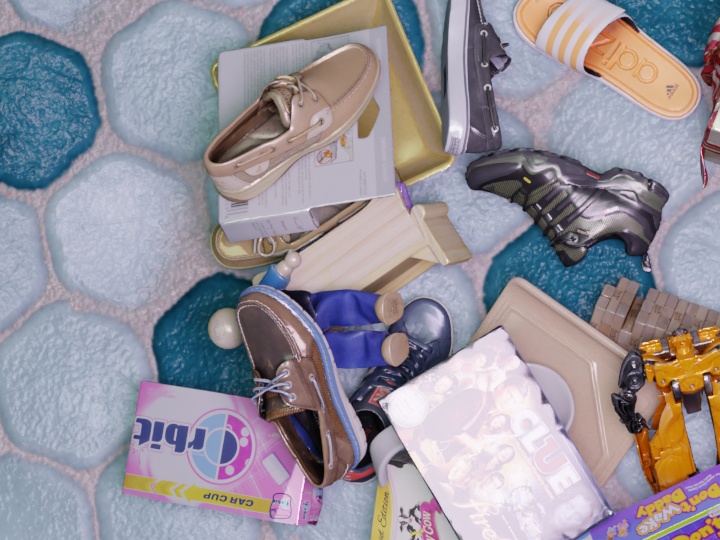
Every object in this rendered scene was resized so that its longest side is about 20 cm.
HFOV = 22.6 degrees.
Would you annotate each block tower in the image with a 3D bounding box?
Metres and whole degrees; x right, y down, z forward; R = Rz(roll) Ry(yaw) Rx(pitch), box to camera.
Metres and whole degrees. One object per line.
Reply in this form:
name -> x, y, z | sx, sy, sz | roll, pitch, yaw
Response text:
block tower -> 0.318, 0.070, 1.709 | 0.199, 0.058, 0.054 | 22, 45, 11

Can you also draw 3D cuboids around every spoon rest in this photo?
spoon rest -> 0.103, 0.145, 1.686 | 0.199, 0.061, 0.100 | -19, 55, 1

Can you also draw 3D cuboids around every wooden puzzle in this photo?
wooden puzzle -> 0.173, 0.134, 1.741 | 0.185, 0.037, 0.201 | 36, 106, 13

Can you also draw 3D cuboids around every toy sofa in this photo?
toy sofa -> 0.000, 0.000, 1.756 | 0.200, 0.083, 0.098 | -35, 81, 19

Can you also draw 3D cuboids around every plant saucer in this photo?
plant saucer -> -0.026, -0.154, 1.814 | 0.199, 0.048, 0.201 | -24, 81, 8

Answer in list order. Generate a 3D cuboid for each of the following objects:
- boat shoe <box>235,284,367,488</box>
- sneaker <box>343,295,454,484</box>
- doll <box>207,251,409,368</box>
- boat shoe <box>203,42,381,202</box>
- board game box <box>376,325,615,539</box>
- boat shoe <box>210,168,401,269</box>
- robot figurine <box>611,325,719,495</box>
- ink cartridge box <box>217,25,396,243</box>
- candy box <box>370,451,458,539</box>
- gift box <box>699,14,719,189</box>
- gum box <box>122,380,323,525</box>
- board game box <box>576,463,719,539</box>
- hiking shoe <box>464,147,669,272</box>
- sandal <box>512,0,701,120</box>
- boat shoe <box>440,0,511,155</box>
boat shoe -> -0.061, 0.109, 1.665 | 0.072, 0.072, 0.201 | -22, 104, 36
sneaker -> 0.030, 0.117, 1.756 | 0.075, 0.085, 0.201 | 24, 89, 13
doll -> -0.055, 0.050, 1.709 | 0.199, 0.048, 0.137 | -3, 102, 27
boat shoe -> -0.062, -0.147, 1.684 | 0.200, 0.065, 0.071 | -44, 60, -10
board game box -> 0.122, 0.169, 1.636 | 0.135, 0.035, 0.201 | -31, 87, -3
boat shoe -> -0.058, -0.058, 1.753 | 0.200, 0.063, 0.074 | -18, 81, 9
robot figurine -> 0.309, 0.138, 1.664 | 0.144, 0.058, 0.201 | -13, 114, 5
ink cartridge box -> -0.051, -0.133, 1.736 | 0.173, 0.044, 0.201 | -8, 61, 10
candy box -> 0.111, 0.258, 1.719 | 0.199, 0.061, 0.137 | 8, 93, 19
gift box -> 0.402, -0.158, 1.661 | 0.186, 0.185, 0.201 | 21, 82, 11
gum box -> -0.125, 0.181, 1.781 | 0.199, 0.066, 0.114 | 8, 85, 17
board game box -> 0.312, 0.255, 1.664 | 0.199, 0.135, 0.045 | -27, 37, 8
hiking shoe -> 0.193, -0.057, 1.746 | 0.199, 0.076, 0.101 | 11, 83, 11
sandal -> 0.244, -0.222, 1.761 | 0.206, 0.059, 0.079 | 33, 91, 13
boat shoe -> 0.115, -0.203, 1.767 | 0.066, 0.070, 0.201 | 4, 60, -4
